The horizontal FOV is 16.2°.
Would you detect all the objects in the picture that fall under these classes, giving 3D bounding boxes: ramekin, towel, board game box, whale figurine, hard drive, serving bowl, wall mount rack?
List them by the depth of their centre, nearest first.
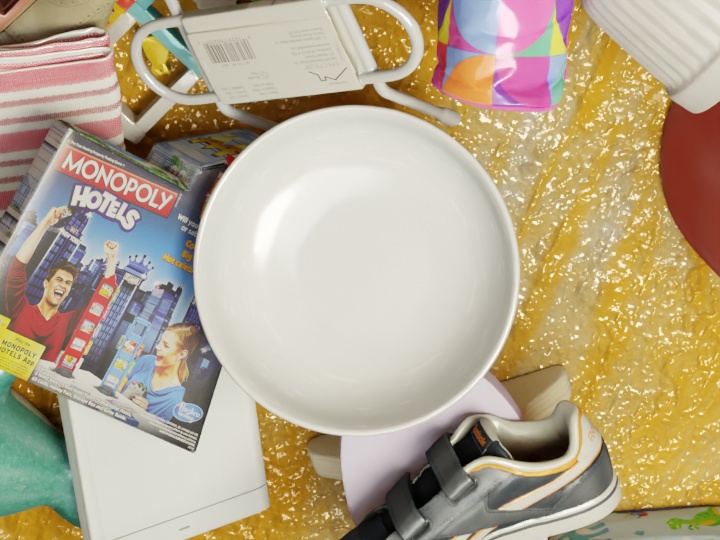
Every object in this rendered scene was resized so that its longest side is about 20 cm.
[{"bbox_3d":[0.214,-0.203,1.500,0.105,0.200,0.200,35,109,-4],"label":"ramekin"},{"bbox_3d":[-0.032,-0.130,1.545,0.199,0.075,0.174,-3,131,30],"label":"wall mount rack"},{"bbox_3d":[0.000,0.000,1.556,0.199,0.066,0.201,0,91,7],"label":"serving bowl"},{"bbox_3d":[-0.142,-0.014,1.576,0.200,0.062,0.200,28,91,-39],"label":"board game box"},{"bbox_3d":[-0.220,-0.071,1.590,0.146,0.030,0.200,-6,142,-6],"label":"towel"},{"bbox_3d":[-0.256,0.126,1.677,0.199,0.104,0.160,17,112,-13],"label":"whale figurine"},{"bbox_3d":[-0.133,0.086,1.677,0.131,0.027,0.201,-18,115,-23],"label":"hard drive"}]

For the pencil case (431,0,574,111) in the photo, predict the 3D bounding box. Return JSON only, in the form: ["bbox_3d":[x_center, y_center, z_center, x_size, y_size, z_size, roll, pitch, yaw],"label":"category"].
[{"bbox_3d":[0.092,-0.192,1.465,0.088,0.088,0.201,7,105,-4],"label":"pencil case"}]

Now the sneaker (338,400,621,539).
[{"bbox_3d":[0.059,0.140,1.580,0.199,0.078,0.080,-23,119,-4],"label":"sneaker"}]

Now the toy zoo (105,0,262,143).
[{"bbox_3d":[-0.142,-0.171,1.596,0.131,0.020,0.200,42,106,-17],"label":"toy zoo"}]

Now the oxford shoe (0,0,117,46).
[{"bbox_3d":[-0.173,-0.172,1.553,0.200,0.071,0.075,-29,127,21],"label":"oxford shoe"}]

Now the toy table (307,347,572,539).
[{"bbox_3d":[0.055,0.117,1.674,0.183,0.117,0.201,-7,114,1],"label":"toy table"}]

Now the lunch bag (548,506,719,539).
[{"bbox_3d":[0.203,0.268,1.764,0.160,0.083,0.201,-3,113,3],"label":"lunch bag"}]

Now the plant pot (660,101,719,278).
[{"bbox_3d":[0.294,-0.045,1.576,0.199,0.177,0.201,-1,114,-1],"label":"plant pot"}]
